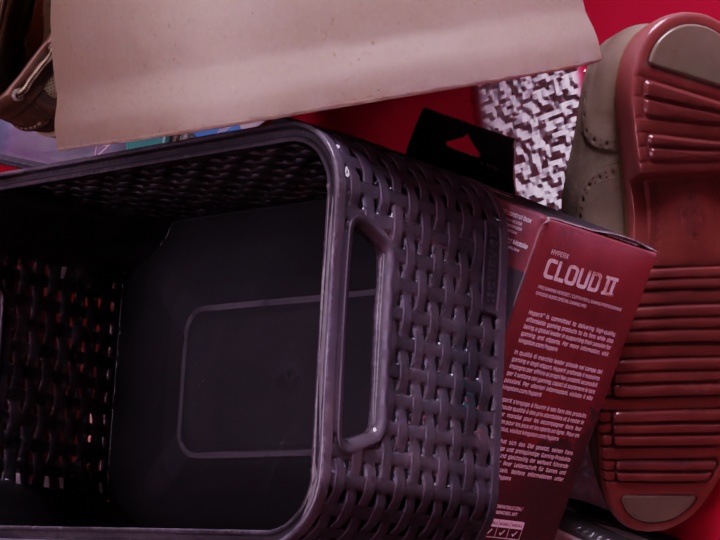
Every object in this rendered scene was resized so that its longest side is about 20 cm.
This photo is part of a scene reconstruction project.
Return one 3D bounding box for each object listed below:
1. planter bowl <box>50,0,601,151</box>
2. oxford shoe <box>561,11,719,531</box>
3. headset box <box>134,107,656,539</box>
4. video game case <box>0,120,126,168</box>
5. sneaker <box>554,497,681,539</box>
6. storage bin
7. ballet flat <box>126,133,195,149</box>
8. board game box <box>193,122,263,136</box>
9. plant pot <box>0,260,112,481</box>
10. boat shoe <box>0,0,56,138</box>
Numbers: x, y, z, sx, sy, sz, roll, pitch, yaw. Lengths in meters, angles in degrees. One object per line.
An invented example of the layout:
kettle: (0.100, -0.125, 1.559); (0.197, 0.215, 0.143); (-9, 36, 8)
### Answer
planter bowl: (-0.022, -0.125, 0.673); (0.200, 0.200, 0.135); (-3, 99, 42)
oxford shoe: (0.115, 0.001, 0.747); (0.075, 0.070, 0.201); (-173, 89, -69)
headset box: (0.012, 0.040, 0.717); (0.149, 0.077, 0.201); (24, 98, 42)
video game case: (-0.152, -0.121, 1.022); (0.199, 0.019, 0.144); (13, 94, 43)
sneaker: (0.049, 0.140, 0.770); (0.200, 0.075, 0.116); (23, 99, 39)
storage bin: (-0.054, 0.032, 0.664); (0.199, 0.094, 0.136); (-6, 76, 40)
ballet flat: (-0.077, -0.140, 0.921); (0.074, 0.074, 0.201); (7, 92, 42)
board game box: (-0.037, -0.153, 0.797); (0.200, 0.045, 0.134); (-32, 109, 37)
plant pot: (-0.241, 0.075, 0.975); (0.195, 0.200, 0.202); (-3, 83, 50)
boat shoe: (-0.146, -0.167, 0.959); (0.075, 0.075, 0.203); (23, 100, 41)
